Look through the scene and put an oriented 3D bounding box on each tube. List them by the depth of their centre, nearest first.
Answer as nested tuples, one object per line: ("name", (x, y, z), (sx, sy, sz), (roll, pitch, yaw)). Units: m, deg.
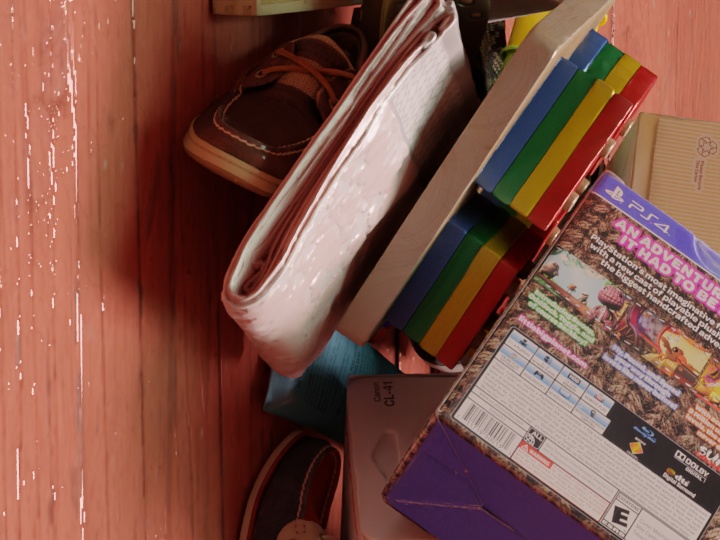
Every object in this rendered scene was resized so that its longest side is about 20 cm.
("tube", (-0.004, 0.073, 1.660), (0.200, 0.050, 0.078), (39, 56, -59))

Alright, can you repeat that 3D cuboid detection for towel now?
("towel", (-0.001, -0.039, 1.468), (0.192, 0.032, 0.200), (-56, 167, -7))

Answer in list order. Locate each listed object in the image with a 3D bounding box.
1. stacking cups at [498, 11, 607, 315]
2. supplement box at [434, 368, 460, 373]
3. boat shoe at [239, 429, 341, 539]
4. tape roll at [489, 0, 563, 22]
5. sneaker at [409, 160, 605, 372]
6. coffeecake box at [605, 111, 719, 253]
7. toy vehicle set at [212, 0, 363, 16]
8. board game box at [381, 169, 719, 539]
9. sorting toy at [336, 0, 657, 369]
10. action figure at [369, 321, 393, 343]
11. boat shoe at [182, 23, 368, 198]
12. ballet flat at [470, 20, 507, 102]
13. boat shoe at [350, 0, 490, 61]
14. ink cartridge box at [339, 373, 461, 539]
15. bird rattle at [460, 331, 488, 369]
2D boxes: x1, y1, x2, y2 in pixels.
("stacking cups", (0.096, -0.072, 1.705), (0.061, 0.060, 0.201), (47, 57, -63))
("supplement box", (0.106, 0.019, 1.873), (0.110, 0.085, 0.202), (-30, 122, -65))
("boat shoe", (-0.039, 0.180, 1.564), (0.071, 0.062, 0.201), (66, 34, -48))
("tape roll", (0.077, -0.248, 1.638), (0.202, 0.070, 0.204), (24, 62, -57))
("sneaker", (0.092, -0.025, 1.759), (0.201, 0.074, 0.079), (-62, 168, 5))
("coffeecake box", (0.183, 0.003, 1.752), (0.200, 0.072, 0.155), (109, -11, -78))
("toy vehicle set", (-0.029, -0.207, 1.549), (0.200, 0.026, 0.125), (-18, 112, -68))
("board game box", (0.134, 0.078, 1.505), (0.200, 0.159, 0.097), (-52, 176, -36))
("sorting toy", (0.088, -0.051, 1.558), (0.199, 0.069, 0.200), (-57, 175, 20))
("action figure", (0.000, 0.000, 1.650), (0.200, 0.051, 0.066), (47, 46, -66))
("boat shoe", (-0.035, -0.091, 1.470), (0.072, 0.072, 0.200), (-66, 170, 19))
("ballet flat", (0.058, -0.144, 1.751), (0.075, 0.068, 0.201), (-48, 143, -27))
("boat shoe", (0.025, -0.121, 1.595), (0.201, 0.071, 0.068), (110, -24, -49))
("ink cartridge box", (0.033, 0.181, 1.613), (0.148, 0.085, 0.201), (-97, -172, -51))
("bird rattle", (0.130, 0.089, 1.682), (0.113, 0.163, 0.200), (-49, 167, 2))
